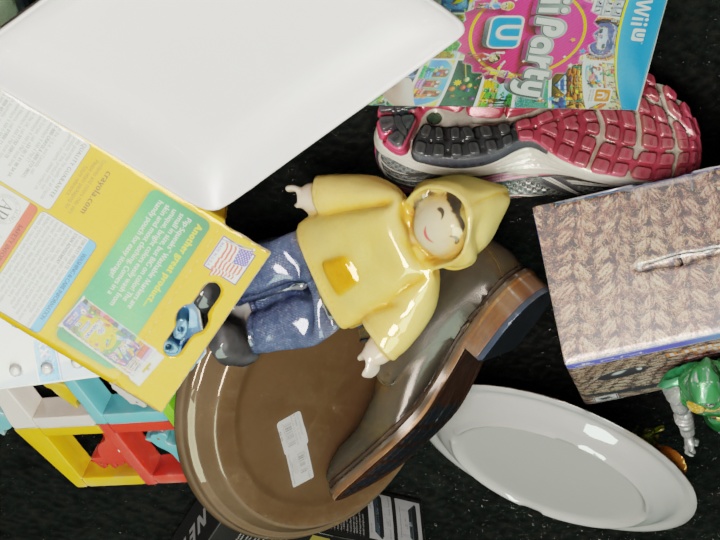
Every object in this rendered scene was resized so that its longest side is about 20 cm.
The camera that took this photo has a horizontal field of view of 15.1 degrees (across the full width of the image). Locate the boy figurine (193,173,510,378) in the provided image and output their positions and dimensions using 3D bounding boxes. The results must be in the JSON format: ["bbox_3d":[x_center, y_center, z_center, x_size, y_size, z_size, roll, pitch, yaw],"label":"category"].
[{"bbox_3d":[0.000,0.000,1.617,0.199,0.125,0.064,-19,176,24],"label":"boy figurine"}]

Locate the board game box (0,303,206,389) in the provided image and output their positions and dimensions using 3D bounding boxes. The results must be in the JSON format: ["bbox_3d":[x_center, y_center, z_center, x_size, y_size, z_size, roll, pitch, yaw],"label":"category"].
[{"bbox_3d":[-0.205,-0.020,1.633,0.198,0.026,0.201,-7,112,2],"label":"board game box"}]

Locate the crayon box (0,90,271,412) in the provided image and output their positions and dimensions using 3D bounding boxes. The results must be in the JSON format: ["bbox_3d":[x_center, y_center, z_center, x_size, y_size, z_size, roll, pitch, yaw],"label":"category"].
[{"bbox_3d":[-0.167,-0.022,1.592,0.199,0.052,0.126,32,108,-12],"label":"crayon box"}]

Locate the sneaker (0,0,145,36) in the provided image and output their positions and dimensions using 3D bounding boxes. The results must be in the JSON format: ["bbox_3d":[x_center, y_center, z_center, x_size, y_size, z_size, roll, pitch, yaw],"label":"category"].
[{"bbox_3d":[-0.145,-0.162,1.506,0.199,0.081,0.074,-22,135,16],"label":"sneaker"}]

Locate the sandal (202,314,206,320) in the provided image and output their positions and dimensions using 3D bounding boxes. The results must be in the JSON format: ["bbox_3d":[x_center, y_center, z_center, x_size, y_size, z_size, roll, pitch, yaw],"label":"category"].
[{"bbox_3d":[-0.102,0.013,1.739,0.075,0.048,0.200,-31,120,26],"label":"sandal"}]

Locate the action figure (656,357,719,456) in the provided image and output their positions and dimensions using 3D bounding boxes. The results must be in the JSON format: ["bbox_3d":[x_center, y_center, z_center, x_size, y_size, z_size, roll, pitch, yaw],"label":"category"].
[{"bbox_3d":[0.231,0.082,1.681,0.117,0.055,0.200,-11,165,18],"label":"action figure"}]

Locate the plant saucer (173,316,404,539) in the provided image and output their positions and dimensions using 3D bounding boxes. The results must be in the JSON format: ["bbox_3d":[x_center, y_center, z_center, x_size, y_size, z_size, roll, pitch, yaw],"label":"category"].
[{"bbox_3d":[-0.029,0.081,1.739,0.199,0.029,0.202,-13,114,-33],"label":"plant saucer"}]

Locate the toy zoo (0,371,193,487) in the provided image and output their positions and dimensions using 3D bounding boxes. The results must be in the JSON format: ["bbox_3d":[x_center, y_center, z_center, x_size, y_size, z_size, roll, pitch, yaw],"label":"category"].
[{"bbox_3d":[-0.164,0.093,1.782,0.199,0.021,0.131,-5,135,34],"label":"toy zoo"}]

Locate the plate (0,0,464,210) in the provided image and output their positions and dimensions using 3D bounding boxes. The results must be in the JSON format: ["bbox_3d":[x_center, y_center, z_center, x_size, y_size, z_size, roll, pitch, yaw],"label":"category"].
[{"bbox_3d":[-0.078,-0.131,1.467,0.200,0.032,0.199,-35,137,26],"label":"plate"}]

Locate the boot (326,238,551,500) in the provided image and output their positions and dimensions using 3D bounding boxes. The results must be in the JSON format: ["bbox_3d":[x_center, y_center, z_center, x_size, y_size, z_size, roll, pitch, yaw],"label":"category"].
[{"bbox_3d":[0.026,0.050,1.718,0.200,0.097,0.075,-48,165,18],"label":"boot"}]

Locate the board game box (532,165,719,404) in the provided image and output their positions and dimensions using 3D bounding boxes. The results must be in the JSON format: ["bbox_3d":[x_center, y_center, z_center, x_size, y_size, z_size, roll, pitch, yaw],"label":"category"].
[{"bbox_3d":[0.198,0.008,1.661,0.158,0.098,0.200,-12,169,7],"label":"board game box"}]

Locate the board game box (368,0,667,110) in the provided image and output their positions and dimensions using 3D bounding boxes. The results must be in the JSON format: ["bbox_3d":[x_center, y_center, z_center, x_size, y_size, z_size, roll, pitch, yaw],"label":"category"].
[{"bbox_3d":[0.072,-0.166,1.544,0.198,0.065,0.148,0,138,-9],"label":"board game box"}]

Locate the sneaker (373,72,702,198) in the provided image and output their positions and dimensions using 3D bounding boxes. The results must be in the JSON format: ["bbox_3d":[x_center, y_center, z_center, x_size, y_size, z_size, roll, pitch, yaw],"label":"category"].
[{"bbox_3d":[0.107,-0.079,1.640,0.198,0.081,0.075,5,152,-1],"label":"sneaker"}]

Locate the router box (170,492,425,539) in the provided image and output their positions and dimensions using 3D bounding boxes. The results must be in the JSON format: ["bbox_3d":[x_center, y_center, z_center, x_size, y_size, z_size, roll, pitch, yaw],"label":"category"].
[{"bbox_3d":[-0.064,0.227,1.967,0.156,0.052,0.200,15,134,-21],"label":"router box"}]

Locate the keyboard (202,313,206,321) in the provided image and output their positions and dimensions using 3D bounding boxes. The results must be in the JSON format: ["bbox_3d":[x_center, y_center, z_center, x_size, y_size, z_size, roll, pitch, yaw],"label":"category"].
[{"bbox_3d":[-0.122,0.024,1.713,0.056,0.011,0.200,-32,121,22],"label":"keyboard"}]

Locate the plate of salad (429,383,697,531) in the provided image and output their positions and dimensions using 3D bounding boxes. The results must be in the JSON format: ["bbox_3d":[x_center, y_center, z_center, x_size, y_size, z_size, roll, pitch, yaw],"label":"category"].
[{"bbox_3d":[0.135,0.120,1.831,0.199,0.048,0.200,19,157,8],"label":"plate of salad"}]
